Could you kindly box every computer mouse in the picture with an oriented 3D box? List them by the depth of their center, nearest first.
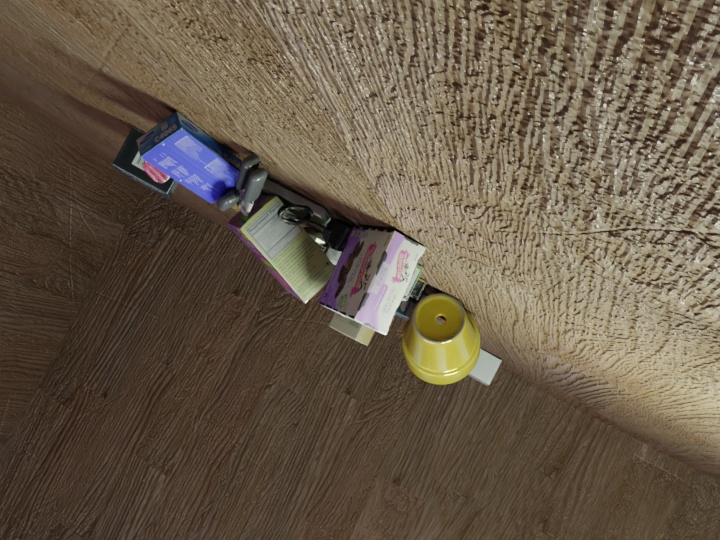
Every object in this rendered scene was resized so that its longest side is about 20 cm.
[{"bbox_3d":[-0.076,-0.086,1.358,0.199,0.059,0.034,23,-159,-35],"label":"computer mouse"}]

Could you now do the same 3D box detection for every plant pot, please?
[{"bbox_3d":[0.196,0.155,1.720,0.199,0.202,0.189,26,159,19],"label":"plant pot"}]

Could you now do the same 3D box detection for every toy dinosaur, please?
[{"bbox_3d":[-0.118,-0.079,1.769,0.199,0.077,0.102,33,162,-8],"label":"toy dinosaur"}]

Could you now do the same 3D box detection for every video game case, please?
[{"bbox_3d":[-0.149,-0.144,1.459,0.199,0.023,0.182,28,175,9],"label":"video game case"}]

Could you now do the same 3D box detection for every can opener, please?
[{"bbox_3d":[-0.213,-0.144,1.273,0.053,0.066,0.200,58,154,3],"label":"can opener"}]

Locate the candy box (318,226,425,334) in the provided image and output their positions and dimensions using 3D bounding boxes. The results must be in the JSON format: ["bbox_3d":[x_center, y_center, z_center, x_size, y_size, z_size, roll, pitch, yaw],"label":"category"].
[{"bbox_3d":[0.016,0.012,1.278,0.071,0.169,0.200,27,175,-22],"label":"candy box"}]

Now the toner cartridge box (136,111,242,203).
[{"bbox_3d":[-0.298,-0.199,1.267,0.200,0.094,0.043,37,-154,-58],"label":"toner cartridge box"}]

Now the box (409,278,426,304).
[{"bbox_3d":[0.064,0.012,1.723,0.199,0.050,0.160,28,172,8],"label":"box"}]

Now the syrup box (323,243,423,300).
[{"bbox_3d":[0.024,-0.017,1.469,0.199,0.079,0.081,28,175,-2],"label":"syrup box"}]

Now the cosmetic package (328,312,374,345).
[{"bbox_3d":[0.011,0.084,1.856,0.105,0.201,0.071,24,174,35],"label":"cosmetic package"}]

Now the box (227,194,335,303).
[{"bbox_3d":[-0.162,-0.049,1.438,0.200,0.097,0.176,51,170,-18],"label":"box"}]

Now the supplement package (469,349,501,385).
[{"bbox_3d":[0.493,0.389,2.828,0.109,0.115,0.200,28,176,12],"label":"supplement package"}]

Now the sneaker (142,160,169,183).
[{"bbox_3d":[-0.354,-0.239,1.356,0.074,0.088,0.199,39,148,-21],"label":"sneaker"}]

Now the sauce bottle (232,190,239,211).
[{"bbox_3d":[-0.267,-0.160,1.687,0.066,0.066,0.200,25,174,32],"label":"sauce bottle"}]

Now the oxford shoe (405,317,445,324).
[{"bbox_3d":[0.222,0.170,2.304,0.070,0.075,0.199,32,174,-33],"label":"oxford shoe"}]

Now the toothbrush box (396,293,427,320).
[{"bbox_3d":[0.094,0.072,1.945,0.199,0.086,0.146,24,174,36],"label":"toothbrush box"}]

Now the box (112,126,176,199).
[{"bbox_3d":[-0.530,-0.267,1.785,0.147,0.108,0.200,29,174,-14],"label":"box"}]
